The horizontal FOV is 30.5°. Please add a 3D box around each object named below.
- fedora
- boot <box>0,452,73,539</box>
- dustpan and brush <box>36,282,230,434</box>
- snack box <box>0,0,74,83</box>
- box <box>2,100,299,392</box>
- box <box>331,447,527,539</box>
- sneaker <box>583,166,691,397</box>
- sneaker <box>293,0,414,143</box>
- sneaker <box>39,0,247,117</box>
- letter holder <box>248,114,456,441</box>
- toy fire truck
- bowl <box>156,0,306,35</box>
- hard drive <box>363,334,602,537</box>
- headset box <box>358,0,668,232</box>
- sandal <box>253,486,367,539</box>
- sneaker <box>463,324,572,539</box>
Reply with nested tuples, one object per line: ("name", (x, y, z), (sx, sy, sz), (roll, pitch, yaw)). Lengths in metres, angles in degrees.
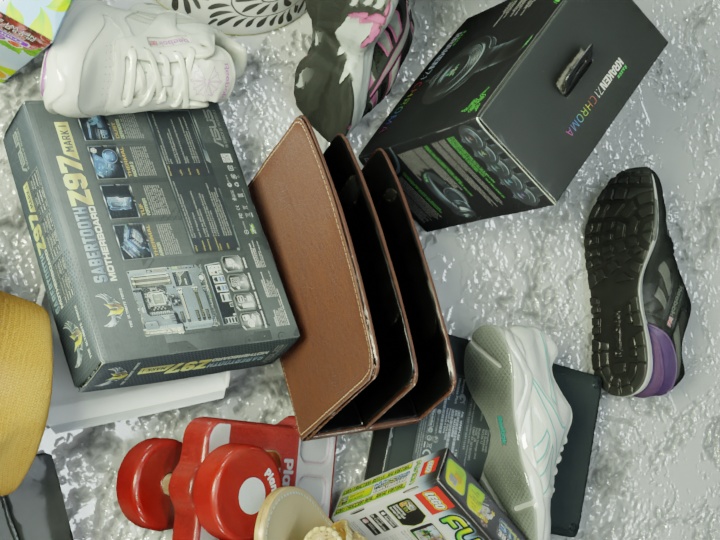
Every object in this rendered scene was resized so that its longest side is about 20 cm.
("fedora", (-0.241, 0.077, 0.831), (0.081, 0.200, 0.202), (13, 80, -22))
("boot", (-0.257, 0.237, 0.878), (0.164, 0.065, 0.201), (-16, 96, -35))
("dustpan and brush", (-0.180, 0.003, 0.940), (0.139, 0.057, 0.201), (-10, 61, -26))
("snack box", (-0.290, -0.205, 0.843), (0.199, 0.168, 0.068), (29, 77, -23))
("box", (-0.146, -0.024, 0.918), (0.157, 0.051, 0.201), (-6, 65, -39))
("box", (0.082, 0.233, 1.024), (0.200, 0.110, 0.035), (50, 35, -18))
("sneaker", (0.251, 0.011, 1.170), (0.087, 0.075, 0.202), (5, 87, -41))
("sneaker", (0.006, -0.197, 1.005), (0.080, 0.200, 0.086), (41, 51, 15))
("sneaker", (-0.144, -0.145, 0.903), (0.200, 0.099, 0.075), (-42, 146, -64))
("letter holder", (0.000, 0.000, 0.955), (0.100, 0.142, 0.201), (-5, 66, -27))
("toy fire truck", (-0.083, 0.204, 0.958), (0.167, 0.112, 0.202), (12, 79, -46))
("bowl", (-0.084, -0.288, 0.999), (0.199, 0.094, 0.202), (2, 85, -28))
("hard drive", (0.106, 0.135, 1.094), (0.199, 0.033, 0.141), (16, 78, -25))
("headset box", (0.119, -0.132, 1.030), (0.093, 0.200, 0.174), (44, 69, -17))
("sandal", (-0.006, 0.214, 0.945), (0.212, 0.069, 0.078), (62, 33, -53))
("sneaker", (0.137, 0.141, 1.053), (0.080, 0.070, 0.202), (-4, 91, -39))
